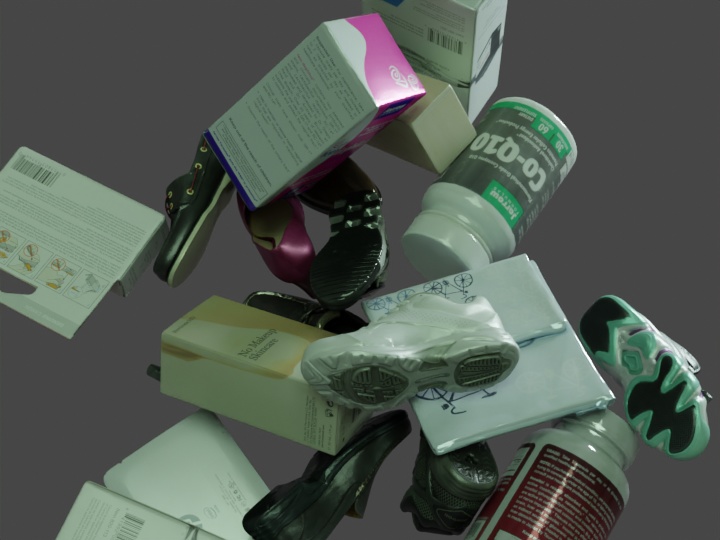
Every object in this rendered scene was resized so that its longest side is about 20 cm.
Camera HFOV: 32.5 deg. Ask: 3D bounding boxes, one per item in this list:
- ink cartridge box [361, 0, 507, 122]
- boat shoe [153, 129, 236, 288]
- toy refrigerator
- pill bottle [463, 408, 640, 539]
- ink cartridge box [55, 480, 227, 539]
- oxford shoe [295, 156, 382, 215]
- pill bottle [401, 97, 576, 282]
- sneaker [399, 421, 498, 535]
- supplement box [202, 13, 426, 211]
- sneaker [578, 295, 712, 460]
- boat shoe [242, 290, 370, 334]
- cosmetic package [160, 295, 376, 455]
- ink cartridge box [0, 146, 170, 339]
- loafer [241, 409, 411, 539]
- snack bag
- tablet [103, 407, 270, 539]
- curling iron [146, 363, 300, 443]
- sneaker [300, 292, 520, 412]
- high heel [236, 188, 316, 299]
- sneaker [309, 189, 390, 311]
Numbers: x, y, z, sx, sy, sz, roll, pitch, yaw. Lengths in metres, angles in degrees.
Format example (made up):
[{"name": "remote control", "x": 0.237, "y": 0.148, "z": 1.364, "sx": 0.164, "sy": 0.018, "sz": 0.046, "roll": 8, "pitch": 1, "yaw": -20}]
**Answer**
[{"name": "ink cartridge box", "x": 0.081, "y": -0.272, "z": 1.376, "sx": 0.144, "sy": 0.201, "sz": 0.084, "roll": 28, "pitch": 63, "yaw": 17}, {"name": "boat shoe", "x": -0.182, "y": -0.068, "z": 1.340, "sx": 0.063, "sy": 0.074, "sz": 0.202, "roll": 21, "pitch": 56, "yaw": 0}, {"name": "toy refrigerator", "x": 0.031, "y": -0.179, "z": 1.345, "sx": 0.070, "sy": 0.076, "sz": 0.200, "roll": -46, "pitch": 40, "yaw": -13}, {"name": "pill bottle", "x": 0.177, "y": 0.223, "z": 1.143, "sx": 0.112, "sy": 0.113, "sz": 0.200, "roll": 29, "pitch": 66, "yaw": 17}, {"name": "ink cartridge box", "x": -0.188, "y": 0.302, "z": 1.119, "sx": 0.199, "sy": 0.083, "sz": 0.147, "roll": 20, "pitch": 68, "yaw": 15}, {"name": "oxford shoe", "x": -0.057, "y": -0.128, "z": 1.367, "sx": 0.200, "sy": 0.085, "sz": 0.073, "roll": 38, "pitch": 67, "yaw": 19}, {"name": "pill bottle", "x": 0.136, "y": -0.079, "z": 1.314, "sx": 0.113, "sy": 0.113, "sz": 0.200, "roll": 29, "pitch": 66, "yaw": 17}, {"name": "sneaker", "x": 0.076, "y": 0.177, "z": 1.196, "sx": 0.076, "sy": 0.115, "sz": 0.200, "roll": 15, "pitch": 31, "yaw": -16}, {"name": "supplement box", "x": -0.048, "y": -0.160, "z": 1.252, "sx": 0.101, "sy": 0.200, "sz": 0.104, "roll": -25, "pitch": 81, "yaw": -53}, {"name": "sneaker", "x": 0.305, "y": 0.115, "z": 1.198, "sx": 0.078, "sy": 0.139, "sz": 0.201, "roll": -44, "pitch": 41, "yaw": 21}, {"name": "boat shoe", "x": -0.035, "y": 0.063, "z": 1.268, "sx": 0.199, "sy": 0.065, "sz": 0.074, "roll": 20, "pitch": 65, "yaw": 14}, {"name": "cosmetic package", "x": -0.087, "y": 0.098, "z": 1.208, "sx": 0.199, "sy": 0.072, "sz": 0.105, "roll": 16, "pitch": 28, "yaw": 20}, {"name": "ink cartridge box", "x": -0.337, "y": -0.025, "z": 1.340, "sx": 0.199, "sy": 0.045, "sz": 0.177, "roll": 25, "pitch": 63, "yaw": 16}, {"name": "loafer", "x": -0.021, "y": 0.210, "z": 1.193, "sx": 0.200, "sy": 0.073, "sz": 0.073, "roll": -37, "pitch": 97, "yaw": -23}, {"name": "snack bag", "x": 0.117, "y": 0.076, "z": 1.172, "sx": 0.187, "sy": 0.022, "sz": 0.201, "roll": -14, "pitch": 48, "yaw": -11}, {"name": "tablet", "x": -0.149, "y": 0.241, "z": 1.202, "sx": 0.130, "sy": 0.014, "sz": 0.200, "roll": -33, "pitch": 64, "yaw": -15}, {"name": "curling iron", "x": -0.125, "y": 0.132, "z": 1.257, "sx": 0.198, "sy": 0.026, "sz": 0.050, "roll": 15, "pitch": 53, "yaw": 11}, {"name": "sneaker", "x": 0.039, "y": 0.066, "z": 1.129, "sx": 0.198, "sy": 0.078, "sz": 0.100, "roll": -4, "pitch": 44, "yaw": -13}, {"name": "high heel", "x": -0.097, "y": -0.058, "z": 1.302, "sx": 0.067, "sy": 0.096, "sz": 0.200, "roll": -42, "pitch": 49, "yaw": 1}, {"name": "sneaker", "x": 0.000, "y": 0.000, "z": 1.256, "sx": 0.073, "sy": 0.089, "sz": 0.200, "roll": -7, "pitch": 28, "yaw": 14}]
